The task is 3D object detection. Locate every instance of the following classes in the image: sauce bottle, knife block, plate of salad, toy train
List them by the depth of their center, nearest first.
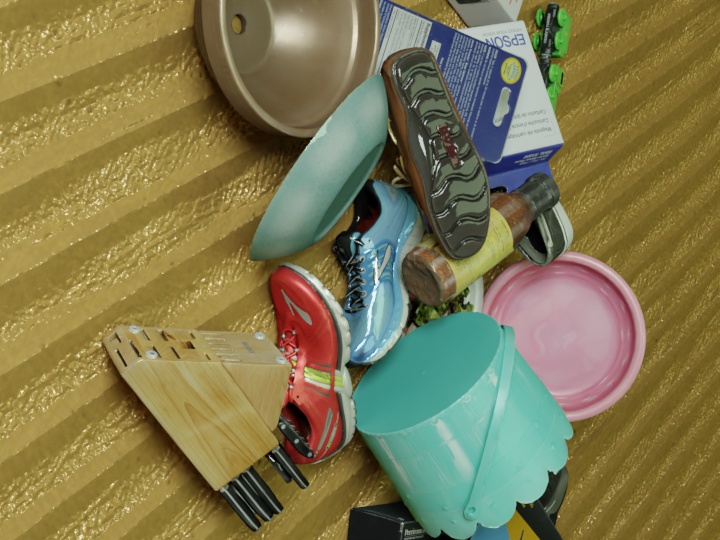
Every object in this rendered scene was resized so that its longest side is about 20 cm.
[{"bbox_3d":[-0.132,0.142,0.943,0.199,0.064,0.177,5,109,-31],"label":"knife block"},{"bbox_3d":[0.128,-0.037,1.112,0.199,0.066,0.066,-33,119,-30],"label":"sauce bottle"},{"bbox_3d":[0.088,0.037,1.218,0.199,0.048,0.202,-8,100,-50],"label":"plate of salad"},{"bbox_3d":[0.230,-0.231,1.367,0.056,0.041,0.202,17,81,-60],"label":"toy train"}]

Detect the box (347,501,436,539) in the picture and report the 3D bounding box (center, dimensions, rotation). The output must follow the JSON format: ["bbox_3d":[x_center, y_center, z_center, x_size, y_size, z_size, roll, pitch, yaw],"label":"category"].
[{"bbox_3d":[0.071,0.330,1.207,0.199,0.078,0.143,9,90,-50],"label":"box"}]

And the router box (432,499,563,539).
[{"bbox_3d":[0.155,0.320,1.207,0.150,0.051,0.201,-56,131,-30],"label":"router box"}]

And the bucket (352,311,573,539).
[{"bbox_3d":[0.098,0.148,1.105,0.135,0.206,0.207,55,53,-23],"label":"bucket"}]

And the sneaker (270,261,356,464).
[{"bbox_3d":[-0.056,0.093,1.033,0.085,0.077,0.202,-25,112,-38],"label":"sneaker"}]

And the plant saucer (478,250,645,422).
[{"bbox_3d":[0.237,0.078,1.308,0.051,0.199,0.203,2,93,-79],"label":"plant saucer"}]

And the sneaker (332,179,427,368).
[{"bbox_3d":[0.000,0.000,1.101,0.090,0.078,0.202,29,63,-38],"label":"sneaker"}]

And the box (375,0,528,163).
[{"bbox_3d":[0.060,-0.189,1.086,0.199,0.032,0.122,21,76,-10],"label":"box"}]

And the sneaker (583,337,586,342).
[{"bbox_3d":[0.249,0.123,1.372,0.076,0.114,0.201,22,79,-47],"label":"sneaker"}]

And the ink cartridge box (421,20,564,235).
[{"bbox_3d":[0.124,-0.156,1.160,0.195,0.043,0.202,-16,85,-34],"label":"ink cartridge box"}]

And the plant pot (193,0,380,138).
[{"bbox_3d":[-0.078,-0.216,0.955,0.200,0.092,0.203,-7,100,-49],"label":"plant pot"}]

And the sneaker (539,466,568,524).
[{"bbox_3d":[0.210,0.338,1.368,0.114,0.076,0.200,48,62,-44],"label":"sneaker"}]

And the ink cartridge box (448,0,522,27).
[{"bbox_3d":[0.135,-0.353,1.214,0.200,0.066,0.117,38,65,-45],"label":"ink cartridge box"}]

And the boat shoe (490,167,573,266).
[{"bbox_3d":[0.168,-0.098,1.232,0.201,0.071,0.064,56,41,0],"label":"boat shoe"}]

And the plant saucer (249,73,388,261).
[{"bbox_3d":[-0.025,-0.080,0.976,0.202,0.039,0.201,-55,175,-7],"label":"plant saucer"}]

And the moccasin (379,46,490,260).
[{"bbox_3d":[0.065,-0.107,1.032,0.073,0.078,0.203,-28,98,-13],"label":"moccasin"}]
